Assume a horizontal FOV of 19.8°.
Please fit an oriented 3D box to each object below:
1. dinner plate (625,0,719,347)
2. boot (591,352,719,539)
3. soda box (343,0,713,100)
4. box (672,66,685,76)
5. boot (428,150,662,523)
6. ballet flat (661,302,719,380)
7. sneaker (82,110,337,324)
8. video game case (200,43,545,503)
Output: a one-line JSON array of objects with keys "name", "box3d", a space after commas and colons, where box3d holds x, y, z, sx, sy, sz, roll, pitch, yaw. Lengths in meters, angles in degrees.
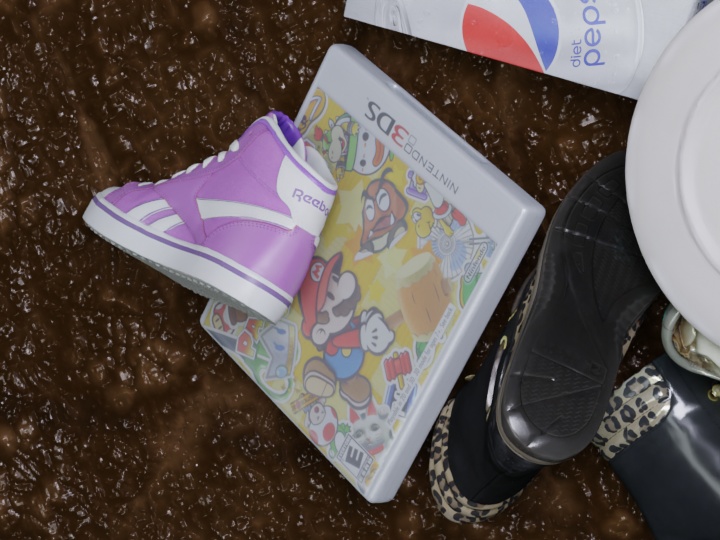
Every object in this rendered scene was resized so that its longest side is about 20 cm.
[{"name": "dinner plate", "box3d": [0.220, -0.047, 0.994, 0.199, 0.024, 0.202, 2, 94, 25]}, {"name": "boot", "box3d": [0.226, 0.094, 1.105, 0.203, 0.073, 0.154, -37, 78, 24]}, {"name": "soda box", "box3d": [0.095, -0.146, 1.129, 0.199, 0.068, 0.064, 19, 107, 22]}, {"name": "box", "box3d": [0.268, -0.042, 1.045, 0.199, 0.046, 0.160, 2, 122, 26]}, {"name": "boot", "box3d": [0.105, 0.041, 1.136, 0.073, 0.201, 0.151, 26, 149, -4]}, {"name": "ballet flat", "box3d": [0.246, 0.052, 1.037, 0.199, 0.064, 0.068, 16, 111, 21]}, {"name": "sneaker", "box3d": [-0.082, -0.043, 1.225, 0.200, 0.073, 0.115, 20, 81, 49]}, {"name": "video game case", "box3d": [0.000, 0.000, 1.194, 0.182, 0.023, 0.201, 43, 116, 36]}]
